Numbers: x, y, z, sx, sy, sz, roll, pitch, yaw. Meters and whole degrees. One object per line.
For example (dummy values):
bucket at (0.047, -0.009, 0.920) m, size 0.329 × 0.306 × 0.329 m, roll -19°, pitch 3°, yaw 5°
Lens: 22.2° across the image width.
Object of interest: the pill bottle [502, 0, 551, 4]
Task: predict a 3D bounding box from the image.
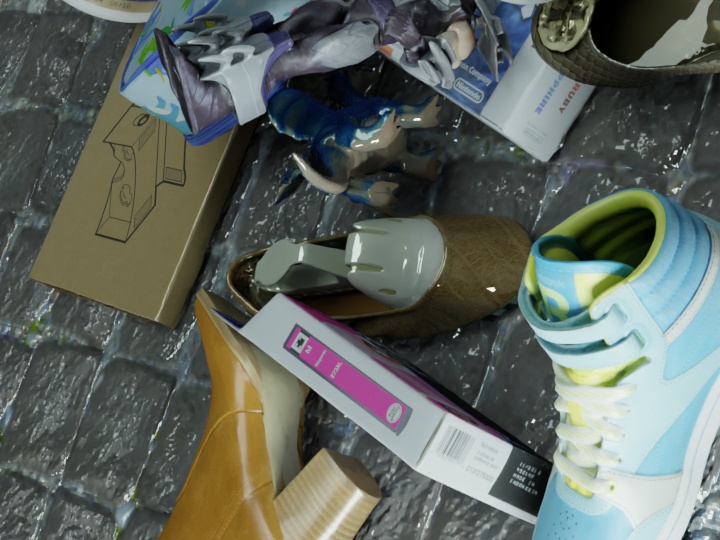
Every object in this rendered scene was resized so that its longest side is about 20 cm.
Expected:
pill bottle at (0.063, -0.227, 0.947) m, size 0.114 × 0.114 × 0.201 m, roll -45°, pitch 39°, yaw 19°

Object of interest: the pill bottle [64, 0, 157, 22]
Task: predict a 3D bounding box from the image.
pill bottle at (-0.143, -0.274, 1.212) m, size 0.201 × 0.115 × 0.116 m, roll 117°, pitch 148°, yaw -41°

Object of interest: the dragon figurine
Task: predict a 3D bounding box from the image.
dragon figurine at (-0.019, -0.068, 1.008) m, size 0.099 × 0.200 × 0.059 m, roll 7°, pitch 113°, yaw 25°

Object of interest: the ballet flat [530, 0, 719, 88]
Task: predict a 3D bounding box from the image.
ballet flat at (0.165, -0.119, 0.879) m, size 0.199 × 0.046 × 0.068 m, roll 10°, pitch 86°, yaw 36°

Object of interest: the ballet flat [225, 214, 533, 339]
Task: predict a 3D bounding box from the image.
ballet flat at (0.000, 0.000, 0.997) m, size 0.199 × 0.072 × 0.068 m, roll -6°, pitch 68°, yaw 44°

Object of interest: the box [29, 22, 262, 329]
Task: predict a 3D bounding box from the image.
box at (-0.136, -0.070, 1.219) m, size 0.163 × 0.021 × 0.201 m, roll 14°, pitch 80°, yaw 49°

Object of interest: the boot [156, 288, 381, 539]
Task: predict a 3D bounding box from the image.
boot at (-0.082, 0.116, 1.019) m, size 0.144 × 0.071 × 0.201 m, roll -48°, pitch 47°, yaw 12°

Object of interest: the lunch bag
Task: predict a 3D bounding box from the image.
lunch bag at (-0.063, -0.181, 1.106) m, size 0.160 × 0.082 × 0.201 m, roll -31°, pitch 31°, yaw 48°

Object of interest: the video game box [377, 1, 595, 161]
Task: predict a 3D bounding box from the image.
video game box at (0.087, -0.181, 1.027) m, size 0.183 × 0.047 × 0.200 m, roll -56°, pitch 41°, yaw 4°

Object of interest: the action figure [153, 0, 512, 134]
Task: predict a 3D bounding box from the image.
action figure at (-0.004, -0.129, 0.959) m, size 0.199 × 0.070 × 0.130 m, roll -20°, pitch 36°, yaw -8°

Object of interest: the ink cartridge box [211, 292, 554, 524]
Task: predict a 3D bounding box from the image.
ink cartridge box at (0.010, 0.061, 0.936) m, size 0.200 × 0.094 × 0.037 m, roll 30°, pitch 91°, yaw 50°

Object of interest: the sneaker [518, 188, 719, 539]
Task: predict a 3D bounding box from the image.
sneaker at (0.101, 0.054, 0.816) m, size 0.079 × 0.130 × 0.201 m, roll 22°, pitch 86°, yaw 48°
